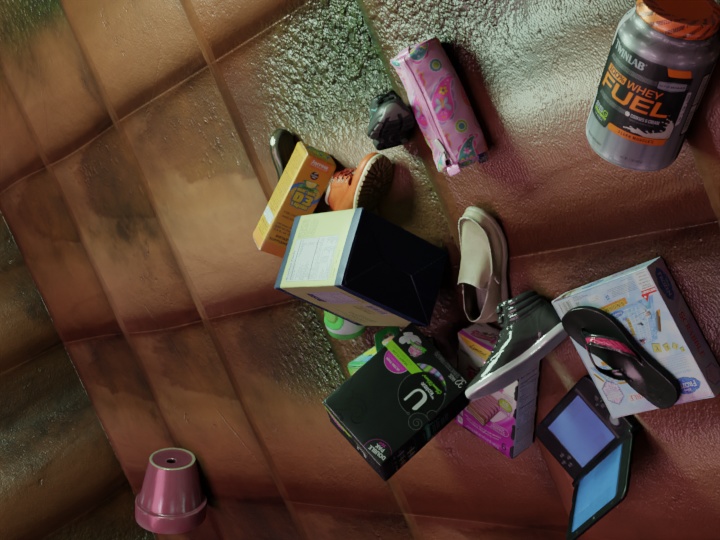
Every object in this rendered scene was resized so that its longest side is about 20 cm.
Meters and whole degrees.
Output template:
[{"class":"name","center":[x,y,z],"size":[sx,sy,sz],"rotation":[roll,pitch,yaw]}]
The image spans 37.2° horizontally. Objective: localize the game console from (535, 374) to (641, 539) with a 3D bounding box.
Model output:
[{"class":"game console","center":[0.340,0.294,1.667],"size":[0.176,0.116,0.200],"rotation":[49,144,16]}]

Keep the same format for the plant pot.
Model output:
[{"class":"plant pot","center":[-0.522,0.600,2.961],"size":[0.199,0.199,0.181],"rotation":[22,114,43]}]

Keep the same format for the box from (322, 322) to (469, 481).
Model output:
[{"class":"box","center":[0.061,0.218,1.767],"size":[0.149,0.200,0.124],"rotation":[46,168,20]}]

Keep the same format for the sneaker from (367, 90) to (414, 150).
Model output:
[{"class":"sneaker","center":[0.038,-0.243,1.670],"size":[0.200,0.075,0.080],"rotation":[116,141,-84]}]

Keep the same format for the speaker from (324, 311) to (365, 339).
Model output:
[{"class":"speaker","center":[-0.032,0.026,1.992],"size":[0.088,0.088,0.201],"rotation":[27,133,40]}]

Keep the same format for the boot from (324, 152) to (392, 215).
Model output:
[{"class":"boot","center":[-0.011,-0.149,1.853],"size":[0.107,0.075,0.201],"rotation":[52,146,22]}]

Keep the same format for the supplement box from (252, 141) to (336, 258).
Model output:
[{"class":"supplement box","center":[-0.120,-0.125,1.922],"size":[0.201,0.066,0.069],"rotation":[-63,26,16]}]

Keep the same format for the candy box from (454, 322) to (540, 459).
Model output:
[{"class":"candy box","center":[0.227,0.199,1.796],"size":[0.136,0.061,0.201],"rotation":[30,135,38]}]

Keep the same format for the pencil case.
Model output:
[{"class":"pencil case","center":[0.119,-0.244,1.601],"size":[0.087,0.087,0.201],"rotation":[-15,100,55]}]

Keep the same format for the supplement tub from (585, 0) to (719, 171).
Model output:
[{"class":"supplement tub","center":[0.350,-0.229,1.277],"size":[0.122,0.122,0.201],"rotation":[39,140,29]}]

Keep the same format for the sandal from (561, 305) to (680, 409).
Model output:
[{"class":"sandal","center":[0.360,0.123,1.507],"size":[0.200,0.045,0.075],"rotation":[43,142,25]}]

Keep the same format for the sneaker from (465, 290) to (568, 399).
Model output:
[{"class":"sneaker","center":[0.227,0.111,1.668],"size":[0.200,0.071,0.099],"rotation":[-41,65,12]}]

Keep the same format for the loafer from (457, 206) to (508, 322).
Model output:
[{"class":"loafer","center":[0.190,-0.002,1.695],"size":[0.075,0.068,0.202],"rotation":[12,122,48]}]

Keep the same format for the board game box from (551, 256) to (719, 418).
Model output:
[{"class":"board game box","center":[0.393,0.101,1.527],"size":[0.200,0.041,0.201],"rotation":[-26,92,56]}]

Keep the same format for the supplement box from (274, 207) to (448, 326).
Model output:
[{"class":"supplement box","center":[0.000,0.000,1.801],"size":[0.199,0.135,0.199],"rotation":[26,163,-34]}]

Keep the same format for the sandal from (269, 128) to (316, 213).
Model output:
[{"class":"sandal","center":[-0.113,-0.167,1.986],"size":[0.054,0.082,0.202],"rotation":[-7,102,31]}]

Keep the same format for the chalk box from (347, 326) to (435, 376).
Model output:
[{"class":"chalk box","center":[0.069,0.194,1.945],"size":[0.123,0.124,0.201],"rotation":[-3,110,53]}]
